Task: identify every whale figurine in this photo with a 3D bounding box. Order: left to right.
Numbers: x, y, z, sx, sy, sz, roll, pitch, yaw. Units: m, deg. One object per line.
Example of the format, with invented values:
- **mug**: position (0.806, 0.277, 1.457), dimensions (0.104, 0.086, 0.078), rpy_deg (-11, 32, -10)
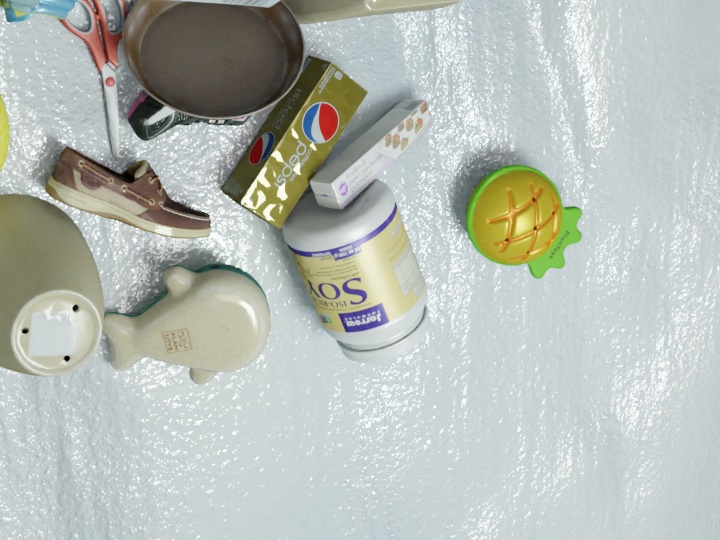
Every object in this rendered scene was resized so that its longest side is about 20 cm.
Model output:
- **whale figurine**: position (-0.208, 0.060, 1.450), dimensions (0.199, 0.104, 0.160), rpy_deg (-13, 115, 1)

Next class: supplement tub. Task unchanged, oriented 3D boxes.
- **supplement tub**: position (0.000, 0.000, 1.505), dimensions (0.145, 0.145, 0.200), rpy_deg (-32, 120, -17)

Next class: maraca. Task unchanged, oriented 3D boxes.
- **maraca**: position (0.224, -0.065, 1.636), dimensions (0.200, 0.107, 0.137), rpy_deg (28, 100, -34)

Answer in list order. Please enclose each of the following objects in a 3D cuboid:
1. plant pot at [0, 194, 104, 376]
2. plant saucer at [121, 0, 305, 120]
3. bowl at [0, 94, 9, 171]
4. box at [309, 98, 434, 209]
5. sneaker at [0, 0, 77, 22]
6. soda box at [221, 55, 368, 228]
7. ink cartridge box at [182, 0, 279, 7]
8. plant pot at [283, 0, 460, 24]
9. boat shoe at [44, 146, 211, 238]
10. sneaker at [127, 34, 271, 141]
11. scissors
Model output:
- **plant pot**: position (-0.349, 0.035, 1.281), dimensions (0.187, 0.200, 0.188), rpy_deg (-11, 113, -27)
- **plant saucer**: position (-0.161, -0.242, 1.328), dimensions (0.200, 0.201, 0.032), rpy_deg (-25, 158, -21)
- **bowl**: position (-0.447, -0.132, 1.221), dimensions (0.199, 0.108, 0.201), rpy_deg (-11, 113, -27)
- **box**: position (0.017, -0.147, 1.489), dimensions (0.200, 0.041, 0.039), rpy_deg (-45, 127, -34)
- **sneaker**: position (-0.357, -0.330, 1.221), dimensions (0.200, 0.079, 0.131), rpy_deg (33, 88, -34)
- **soda box**: position (-0.080, -0.155, 1.453), dimensions (0.068, 0.064, 0.200), rpy_deg (34, 89, -35)
- **ink cartridge box**: position (-0.186, -0.386, 1.289), dimensions (0.199, 0.041, 0.201), rpy_deg (-5, 82, -37)
- **plant pot**: position (0.020, -0.379, 1.365), dimensions (0.199, 0.177, 0.201), rpy_deg (-12, 112, -26)
- **boat shoe**: position (-0.254, -0.090, 1.373), dimensions (0.199, 0.072, 0.072), rpy_deg (18, 99, -27)
- **sneaker**: position (-0.165, -0.195, 1.381), dimensions (0.200, 0.080, 0.087), rpy_deg (-32, 122, -16)
- **scissors**: position (-0.275, -0.224, 1.344), dimensions (0.073, 0.014, 0.201), rpy_deg (-27, 118, -21)
